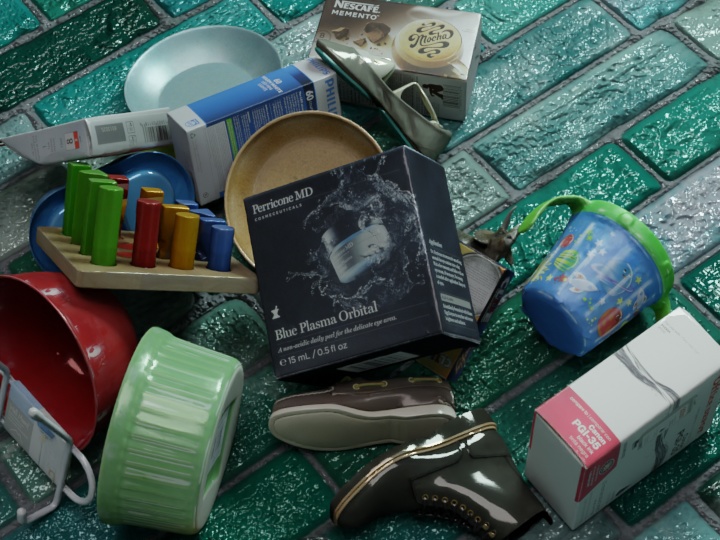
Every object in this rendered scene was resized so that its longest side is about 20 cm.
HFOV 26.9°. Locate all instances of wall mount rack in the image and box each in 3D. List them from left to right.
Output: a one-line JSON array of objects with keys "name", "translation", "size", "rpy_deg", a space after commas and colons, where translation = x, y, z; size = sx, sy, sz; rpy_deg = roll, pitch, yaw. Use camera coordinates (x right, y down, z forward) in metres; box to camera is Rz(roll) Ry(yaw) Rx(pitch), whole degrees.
[{"name": "wall mount rack", "translation": [-0.348, 0.156, 1.526], "size": [0.200, 0.175, 0.074], "rpy_deg": [40, 42, 27]}]

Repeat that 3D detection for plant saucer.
[{"name": "plant saucer", "translation": [-0.191, -0.225, 1.861], "size": [0.199, 0.039, 0.202], "rpy_deg": [-5, 49, 5]}, {"name": "plant saucer", "translation": [-0.056, -0.080, 1.723], "size": [0.198, 0.035, 0.203], "rpy_deg": [-1, 84, 9]}]

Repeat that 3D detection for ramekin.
[{"name": "ramekin", "translation": [-0.185, 0.165, 1.502], "size": [0.097, 0.201, 0.201], "rpy_deg": [14, 56, 4]}]

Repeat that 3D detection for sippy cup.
[{"name": "sippy cup", "translation": [0.246, 0.016, 1.621], "size": [0.177, 0.140, 0.130], "rpy_deg": [36, 66, 28]}]

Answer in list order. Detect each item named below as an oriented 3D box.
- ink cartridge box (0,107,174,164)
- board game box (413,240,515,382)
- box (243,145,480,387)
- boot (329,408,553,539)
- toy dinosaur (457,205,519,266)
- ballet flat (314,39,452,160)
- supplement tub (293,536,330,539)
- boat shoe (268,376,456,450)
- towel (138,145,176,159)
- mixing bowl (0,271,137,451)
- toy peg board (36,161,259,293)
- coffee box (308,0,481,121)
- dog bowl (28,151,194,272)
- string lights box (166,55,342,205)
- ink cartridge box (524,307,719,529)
[{"name": "ink cartridge box", "translation": [-0.337, -0.143, 1.739], "size": [0.198, 0.162, 0.051], "rpy_deg": [-12, 94, 31]}, {"name": "board game box", "translation": [0.050, 0.012, 1.633], "size": [0.199, 0.035, 0.136], "rpy_deg": [32, 96, 24]}, {"name": "box", "translation": [0.000, 0.000, 1.574], "size": [0.195, 0.117, 0.202], "rpy_deg": [-17, 76, 21]}, {"name": "boot", "translation": [0.082, 0.238, 1.513], "size": [0.199, 0.078, 0.139], "rpy_deg": [-28, 63, -15]}, {"name": "toy dinosaur", "translation": [0.099, -0.012, 1.694], "size": [0.198, 0.077, 0.103], "rpy_deg": [4, 52, 38]}, {"name": "ballet flat", "translation": [0.031, -0.214, 1.787], "size": [0.064, 0.067, 0.200], "rpy_deg": [-44, 100, -1]}, {"name": "supplement tub", "translation": [-0.115, 0.325, 1.427], "size": [0.198, 0.123, 0.123], "rpy_deg": [-8, 55, -2]}, {"name": "boat shoe", "translation": [0.002, 0.145, 1.583], "size": [0.198, 0.072, 0.060], "rpy_deg": [-2, 49, -4]}, {"name": "towel", "translation": [-0.230, -0.126, 1.814], "size": [0.199, 0.018, 0.086], "rpy_deg": [-29, 59, -17]}, {"name": "mixing bowl", "translation": [-0.305, 0.080, 1.584], "size": [0.200, 0.201, 0.108], "rpy_deg": [36, 42, 25]}, {"name": "toy peg board", "translation": [-0.226, -0.050, 1.614], "size": [0.197, 0.099, 0.200], "rpy_deg": [2, 14, -25]}, {"name": "coffee box", "translation": [0.043, -0.264, 1.861], "size": [0.198, 0.080, 0.114], "rpy_deg": [10, 57, 9]}, {"name": "dog bowl", "translation": [-0.289, -0.066, 1.722], "size": [0.199, 0.112, 0.050], "rpy_deg": [-27, 24, -16]}, {"name": "string lights box", "translation": [-0.119, -0.165, 1.768], "size": [0.199, 0.104, 0.059], "rpy_deg": [-24, 39, -21]}, {"name": "ink cartridge box", "translation": [0.269, 0.149, 1.519], "size": [0.199, 0.147, 0.083], "rpy_deg": [-32, 60, -19]}]
